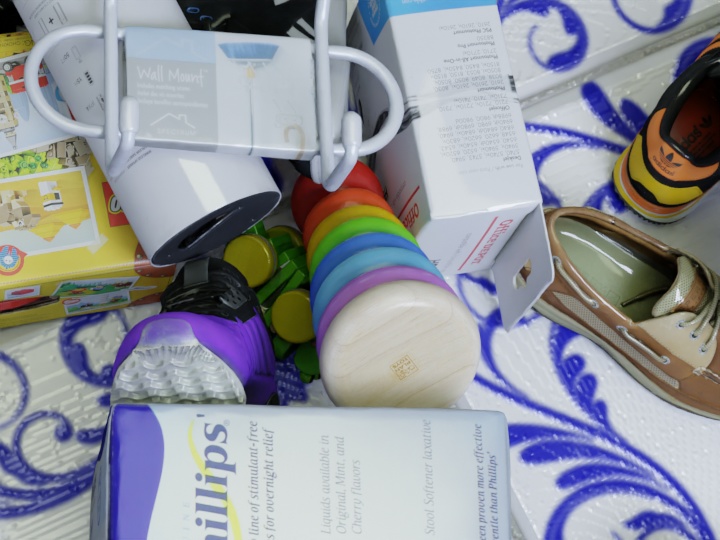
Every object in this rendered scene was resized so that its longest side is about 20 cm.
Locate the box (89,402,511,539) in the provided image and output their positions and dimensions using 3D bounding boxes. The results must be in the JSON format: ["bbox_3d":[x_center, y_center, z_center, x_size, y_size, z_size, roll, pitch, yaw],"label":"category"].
[{"bbox_3d":[-0.038,0.139,1.089,0.199,0.184,0.105,2,73,-9],"label":"box"}]

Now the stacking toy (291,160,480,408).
[{"bbox_3d":[0.000,0.000,1.149,0.085,0.086,0.200,-5,30,-12],"label":"stacking toy"}]

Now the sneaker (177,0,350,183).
[{"bbox_3d":[-0.063,-0.108,1.193,0.111,0.073,0.200,2,30,-3],"label":"sneaker"}]

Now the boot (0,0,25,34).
[{"bbox_3d":[-0.265,-0.198,1.221,0.198,0.073,0.163,-28,82,-18],"label":"boot"}]

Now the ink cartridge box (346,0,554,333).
[{"bbox_3d":[0.048,-0.069,1.210,0.068,0.116,0.201,-8,73,-13],"label":"ink cartridge box"}]

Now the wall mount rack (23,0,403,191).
[{"bbox_3d":[-0.067,-0.130,1.067,0.199,0.075,0.174,3,68,-16],"label":"wall mount rack"}]

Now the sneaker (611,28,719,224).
[{"bbox_3d":[0.234,-0.115,1.274,0.070,0.090,0.200,40,70,4],"label":"sneaker"}]

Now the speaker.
[{"bbox_3d":[-0.122,-0.104,1.126,0.081,0.081,0.200,-26,78,-17],"label":"speaker"}]

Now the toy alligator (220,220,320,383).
[{"bbox_3d":[-0.030,0.035,1.197,0.054,0.059,0.200,-44,82,20],"label":"toy alligator"}]

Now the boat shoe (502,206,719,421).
[{"bbox_3d":[0.178,0.025,1.224,0.199,0.074,0.076,26,69,-4],"label":"boat shoe"}]

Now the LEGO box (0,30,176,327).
[{"bbox_3d":[-0.216,-0.047,1.174,0.199,0.077,0.149,-9,73,-13],"label":"LEGO box"}]

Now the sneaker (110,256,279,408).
[{"bbox_3d":[-0.087,0.037,1.106,0.069,0.200,0.100,-5,72,6],"label":"sneaker"}]
